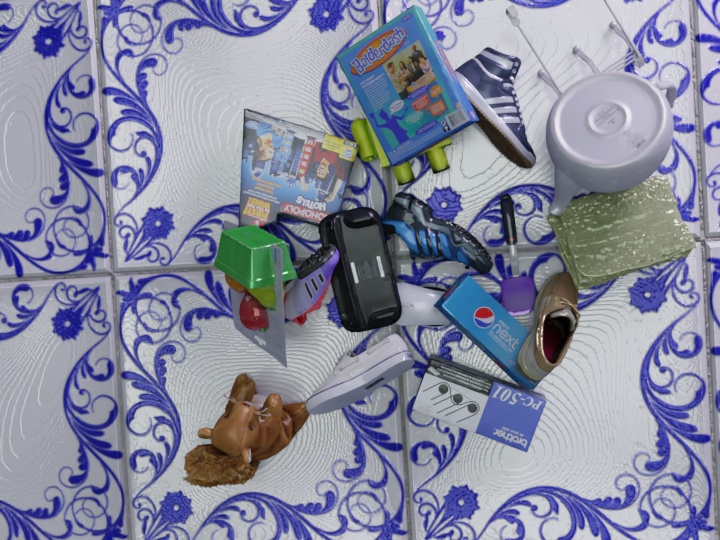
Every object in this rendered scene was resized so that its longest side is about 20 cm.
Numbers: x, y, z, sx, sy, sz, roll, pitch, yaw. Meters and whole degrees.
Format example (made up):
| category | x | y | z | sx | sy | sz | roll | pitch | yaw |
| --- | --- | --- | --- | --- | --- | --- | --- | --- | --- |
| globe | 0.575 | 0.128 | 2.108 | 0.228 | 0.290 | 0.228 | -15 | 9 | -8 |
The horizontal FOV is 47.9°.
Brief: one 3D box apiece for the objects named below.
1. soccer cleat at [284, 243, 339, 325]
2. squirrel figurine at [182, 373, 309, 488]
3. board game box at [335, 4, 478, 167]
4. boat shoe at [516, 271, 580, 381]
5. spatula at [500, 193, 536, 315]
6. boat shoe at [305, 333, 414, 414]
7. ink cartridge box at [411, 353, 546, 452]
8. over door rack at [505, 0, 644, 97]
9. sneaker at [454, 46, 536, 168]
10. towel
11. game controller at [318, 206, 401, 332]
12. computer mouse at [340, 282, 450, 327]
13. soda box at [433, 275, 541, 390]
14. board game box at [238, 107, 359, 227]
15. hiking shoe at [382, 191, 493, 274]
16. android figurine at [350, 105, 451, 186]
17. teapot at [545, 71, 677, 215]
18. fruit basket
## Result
| category | x | y | z | sx | sy | sz | roll | pitch | yaw |
| --- | --- | --- | --- | --- | --- | --- | --- | --- | --- |
| soccer cleat | -0.077 | 0.024 | 1.312 | 0.073 | 0.068 | 0.200 | 42 | 138 | -6 |
| squirrel figurine | -0.196 | 0.279 | 1.313 | 0.141 | 0.187 | 0.200 | 31 | 95 | 5 |
| board game box | 0.072 | -0.287 | 1.273 | 0.152 | 0.045 | 0.200 | -26 | 90 | 25 |
| boat shoe | 0.308 | 0.081 | 1.260 | 0.074 | 0.066 | 0.200 | 31 | 60 | -12 |
| spatula | 0.251 | -0.027 | 1.330 | 0.056 | 0.021 | 0.200 | -7 | 90 | 9 |
| boat shoe | -0.010 | 0.170 | 1.354 | 0.200 | 0.071 | 0.070 | -32 | 60 | 11 |
| ink cartridge box | 0.194 | 0.216 | 1.333 | 0.200 | 0.044 | 0.094 | 20 | 96 | 6 |
| over door rack | 0.336 | -0.369 | 1.278 | 0.148 | 0.067 | 0.200 | -34 | 108 | 8 |
| sneaker | 0.237 | -0.266 | 1.301 | 0.108 | 0.070 | 0.200 | -44 | 96 | -7 |
| towel | 0.412 | -0.063 | 1.289 | 0.200 | 0.036 | 0.149 | -19 | 76 | 8 |
| game controller | 0.000 | 0.000 | 1.315 | 0.104 | 0.042 | 0.200 | -14 | 97 | -1 |
| computer mouse | 0.061 | 0.052 | 1.346 | 0.200 | 0.044 | 0.110 | 4 | 91 | 7 |
| soda box | 0.216 | 0.099 | 1.299 | 0.200 | 0.064 | 0.068 | 43 | 84 | -4 |
| board game box | -0.123 | -0.144 | 1.354 | 0.200 | 0.062 | 0.200 | 18 | 97 | 3 |
| hiking shoe | 0.124 | -0.045 | 1.328 | 0.200 | 0.074 | 0.087 | 36 | 103 | 15 |
| android figurine | 0.073 | -0.247 | 1.337 | 0.182 | 0.041 | 0.200 | -21 | 89 | 8 |
| teapot | 0.385 | -0.199 | 1.247 | 0.200 | 0.146 | 0.198 | -2 | 68 | 19 |
| fruit basket | -0.162 | 0.033 | 1.302 | 0.094 | 0.185 | 0.200 | -21 | 118 | -29 |
